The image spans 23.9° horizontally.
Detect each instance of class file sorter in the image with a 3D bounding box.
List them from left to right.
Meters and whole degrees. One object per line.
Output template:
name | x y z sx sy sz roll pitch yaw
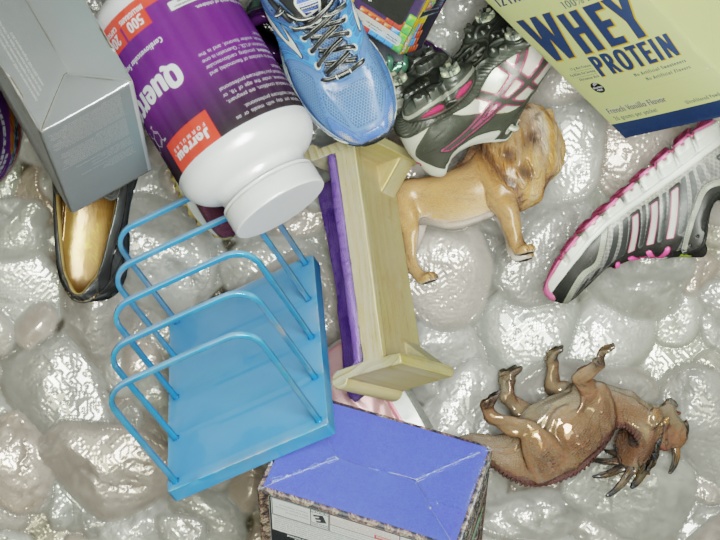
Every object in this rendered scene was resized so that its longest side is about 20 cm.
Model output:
file sorter | -0.114 0.046 1.313 0.138 0.201 0.123 -24 128 14

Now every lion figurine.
lion figurine | 0.078 -0.056 1.395 0.199 0.072 0.123 -16 81 7

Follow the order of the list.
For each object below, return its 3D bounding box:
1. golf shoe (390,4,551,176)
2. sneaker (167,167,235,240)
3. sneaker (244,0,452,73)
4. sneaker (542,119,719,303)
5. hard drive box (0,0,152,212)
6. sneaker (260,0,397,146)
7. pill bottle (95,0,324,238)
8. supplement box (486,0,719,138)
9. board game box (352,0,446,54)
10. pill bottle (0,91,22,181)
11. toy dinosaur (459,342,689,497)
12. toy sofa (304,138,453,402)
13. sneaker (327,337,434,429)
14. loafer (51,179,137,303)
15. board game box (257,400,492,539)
golf shoe | 0.111 -0.157 1.354 0.199 0.077 0.088 -32 126 -9
sneaker | -0.119 -0.127 1.382 0.090 0.075 0.201 -18 98 7
sneaker | -0.008 -0.162 1.366 0.199 0.088 0.075 22 113 -1
sneaker | 0.240 -0.031 1.398 0.200 0.074 0.088 -42 90 -1
hard drive box | -0.231 -0.151 1.269 0.077 0.200 0.156 -30 80 -10
sneaker | -0.037 -0.184 1.275 0.078 0.089 0.201 -29 91 3
pill bottle | -0.111 -0.128 1.279 0.112 0.112 0.201 -33 78 3
supplement box | 0.218 -0.245 1.273 0.200 0.134 0.201 40 63 -26
board game box | -0.003 -0.292 1.327 0.200 0.057 0.166 35 111 12
pill bottle | -0.333 -0.104 1.318 0.111 0.200 0.112 0 98 0
toy dinosaur | 0.174 0.140 1.414 0.199 0.086 0.136 -24 99 3
toy sofa | 0.000 0.000 1.346 0.097 0.083 0.201 -18 70 29
sneaker | 0.013 0.152 1.419 0.104 0.075 0.201 -30 92 3
loafer | -0.218 -0.072 1.388 0.072 0.072 0.201 -3 96 1
board game box | 0.011 0.211 1.343 0.159 0.097 0.201 16 141 12
